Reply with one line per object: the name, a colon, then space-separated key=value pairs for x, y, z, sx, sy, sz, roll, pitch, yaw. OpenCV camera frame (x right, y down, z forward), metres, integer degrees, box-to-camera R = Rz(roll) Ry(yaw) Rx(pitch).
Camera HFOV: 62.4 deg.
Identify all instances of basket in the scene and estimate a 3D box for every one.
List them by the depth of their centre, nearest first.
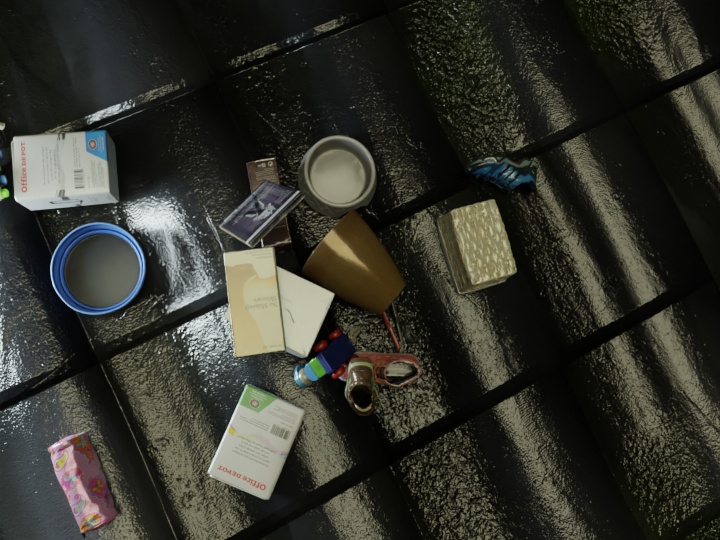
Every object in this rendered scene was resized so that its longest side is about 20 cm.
basket: x=0.280 y=-0.058 z=1.428 sx=0.133 sy=0.123 sz=0.203 roll=-15 pitch=85 yaw=-10

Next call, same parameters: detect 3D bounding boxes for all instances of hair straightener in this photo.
hair straightener: x=0.098 y=0.127 z=1.414 sx=0.076 sy=0.041 sz=0.203 roll=-23 pitch=86 yaw=-11

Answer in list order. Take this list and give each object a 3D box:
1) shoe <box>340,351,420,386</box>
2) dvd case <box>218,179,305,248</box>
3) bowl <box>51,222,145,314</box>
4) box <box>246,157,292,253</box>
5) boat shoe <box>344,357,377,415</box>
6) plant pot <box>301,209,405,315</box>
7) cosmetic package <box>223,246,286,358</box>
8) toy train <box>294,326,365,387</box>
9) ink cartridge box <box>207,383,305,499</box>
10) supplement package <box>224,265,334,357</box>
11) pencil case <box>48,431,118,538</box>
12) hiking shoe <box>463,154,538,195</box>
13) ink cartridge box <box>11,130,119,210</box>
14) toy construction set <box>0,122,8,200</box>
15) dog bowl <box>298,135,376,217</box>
shoe: x=0.039 y=0.224 z=1.352 sx=0.196 sy=0.091 sz=0.073 roll=-3 pitch=90 yaw=1
dvd case: x=-0.209 y=-0.122 z=1.237 sx=0.149 sy=0.199 sz=0.016 roll=-46 pitch=122 yaw=-12
bowl: x=-0.578 y=-0.002 z=1.324 sx=0.197 sy=0.039 sz=0.205 roll=1 pitch=81 yaw=-8
box: x=-0.211 y=-0.145 z=1.380 sx=0.074 sy=0.100 sz=0.204 roll=-12 pitch=82 yaw=-10
boat shoe: x=0.000 y=0.275 z=1.297 sx=0.073 sy=0.204 sz=0.076 roll=-6 pitch=48 yaw=3
plant pot: x=0.000 y=0.000 z=1.340 sx=0.199 sy=0.186 sz=0.187 roll=41 pitch=78 yaw=2
cosmetic package: x=-0.205 y=0.063 z=1.159 sx=0.103 sy=0.071 sz=0.204 roll=-8 pitch=83 yaw=-10
toy train: x=-0.065 y=0.194 z=1.357 sx=0.115 sy=0.200 sz=0.085 roll=-37 pitch=88 yaw=28
ink cartridge box: x=-0.225 y=0.372 z=1.305 sx=0.143 sy=0.084 sz=0.203 roll=24 pitch=78 yaw=-4
supplement package: x=-0.176 y=0.086 z=1.298 sx=0.189 sy=0.200 sz=0.149 roll=26 pitch=79 yaw=-3
pencil case: x=-0.578 y=0.443 z=1.243 sx=0.086 sy=0.087 sz=0.203 roll=-24 pitch=86 yaw=-11
hiking shoe: x=0.357 y=-0.237 z=1.493 sx=0.196 sy=0.074 sz=0.088 roll=1 pitch=80 yaw=-9
ink cartridge box: x=-0.656 y=-0.224 z=1.331 sx=0.196 sy=0.084 sz=0.149 roll=-6 pitch=82 yaw=-9
toy construction set: x=-0.815 y=-0.231 z=1.284 sx=0.090 sy=0.131 sz=0.204 roll=1 pitch=81 yaw=-9
dog bowl: x=-0.052 y=-0.232 z=1.438 sx=0.196 sy=0.059 sz=0.204 roll=1 pitch=80 yaw=-8
